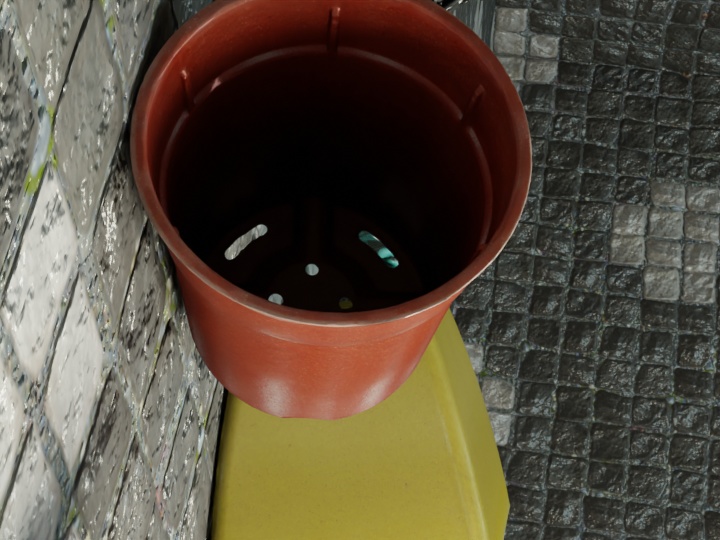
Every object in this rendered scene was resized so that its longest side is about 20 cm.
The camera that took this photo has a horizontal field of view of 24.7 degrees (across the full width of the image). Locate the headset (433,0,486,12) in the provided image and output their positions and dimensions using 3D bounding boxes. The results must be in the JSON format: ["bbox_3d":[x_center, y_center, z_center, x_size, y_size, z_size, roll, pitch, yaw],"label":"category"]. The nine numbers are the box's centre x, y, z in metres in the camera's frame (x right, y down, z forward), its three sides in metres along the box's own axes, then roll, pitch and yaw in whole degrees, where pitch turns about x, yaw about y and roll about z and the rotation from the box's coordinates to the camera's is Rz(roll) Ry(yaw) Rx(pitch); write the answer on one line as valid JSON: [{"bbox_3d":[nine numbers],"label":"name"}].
[{"bbox_3d":[0.038,-0.291,1.264,0.201,0.093,0.123,70,15,10],"label":"headset"}]

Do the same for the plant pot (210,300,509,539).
[{"bbox_3d":[-0.003,0.117,1.191,0.200,0.199,0.178,-45,130,-79],"label":"plant pot"}]

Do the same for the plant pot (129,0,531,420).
[{"bbox_3d":[-0.023,-0.021,0.896,0.196,0.199,0.202,102,-2,-63],"label":"plant pot"}]

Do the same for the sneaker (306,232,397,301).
[{"bbox_3d":[0.000,0.000,1.445,0.200,0.091,0.078,-62,159,-72],"label":"sneaker"}]
